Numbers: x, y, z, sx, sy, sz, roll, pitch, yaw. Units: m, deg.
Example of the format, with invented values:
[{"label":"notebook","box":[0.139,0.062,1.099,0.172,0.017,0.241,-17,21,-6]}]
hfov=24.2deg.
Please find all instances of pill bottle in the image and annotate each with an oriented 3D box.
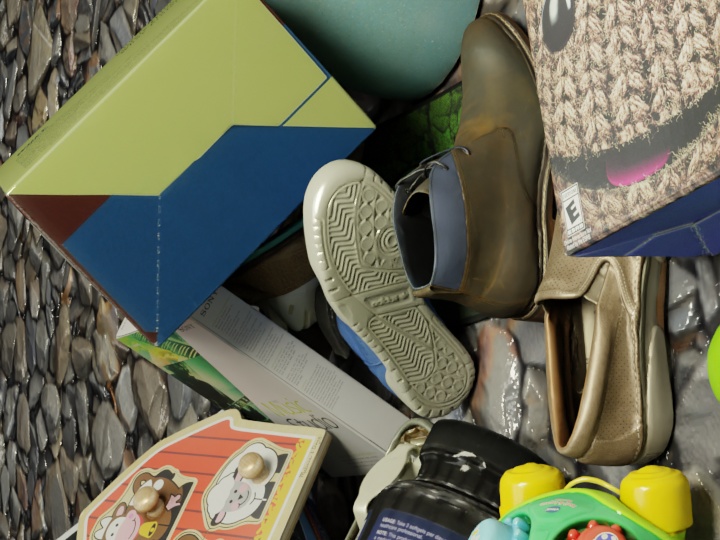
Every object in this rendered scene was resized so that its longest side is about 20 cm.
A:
[{"label":"pill bottle","box":[0.040,0.195,0.986,0.112,0.111,0.201,-14,46,62]}]

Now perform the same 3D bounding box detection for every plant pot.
[{"label":"plant pot","box":[-0.019,-0.222,1.149,0.200,0.133,0.203,-6,83,63]}]

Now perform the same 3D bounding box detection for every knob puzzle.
[{"label":"knob puzzle","box":[-0.133,0.178,1.175,0.218,0.030,0.221,-23,42,22]}]

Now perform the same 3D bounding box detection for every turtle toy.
[{"label":"turtle toy","box":[0.129,0.179,0.866,0.198,0.101,0.147,-4,92,37]}]

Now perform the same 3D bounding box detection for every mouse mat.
[{"label":"mouse mat","box":[0.054,-0.040,1.148,0.200,0.007,0.163,158,110,-63]}]

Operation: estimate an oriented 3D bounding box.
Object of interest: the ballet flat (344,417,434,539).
[{"label":"ballet flat","box":[0.004,0.183,1.075,0.067,0.064,0.201,5,55,41]}]

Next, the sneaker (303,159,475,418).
[{"label":"sneaker","box":[-0.001,0.001,1.097,0.111,0.077,0.201,37,162,53]}]

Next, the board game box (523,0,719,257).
[{"label":"board game box","box":[0.165,-0.124,0.825,0.159,0.096,0.202,-34,61,59]}]

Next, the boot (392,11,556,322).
[{"label":"boot","box":[0.067,-0.069,1.017,0.075,0.096,0.202,-32,61,52]}]

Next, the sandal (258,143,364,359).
[{"label":"sandal","box":[-0.026,-0.013,1.248,0.054,0.080,0.202,23,108,38]}]

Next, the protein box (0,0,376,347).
[{"label":"protein box","box":[-0.124,-0.077,1.115,0.199,0.135,0.200,-45,15,-6]}]

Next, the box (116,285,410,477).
[{"label":"box","box":[-0.066,0.080,1.193,0.037,0.199,0.144,-60,18,-22]}]

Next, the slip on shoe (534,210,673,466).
[{"label":"slip on shoe","box":[0.128,0.008,0.938,0.076,0.060,0.202,-13,79,63]}]

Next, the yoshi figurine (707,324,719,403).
[{"label":"yoshi figurine","box":[0.215,0.031,0.732,0.200,0.111,0.113,125,153,-52]}]

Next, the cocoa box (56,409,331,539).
[{"label":"cocoa box","box":[-0.126,0.233,1.254,0.199,0.131,0.134,-38,33,3]}]

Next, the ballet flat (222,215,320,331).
[{"label":"ballet flat","box":[-0.067,0.014,1.190,0.199,0.068,0.073,-24,98,48]}]
